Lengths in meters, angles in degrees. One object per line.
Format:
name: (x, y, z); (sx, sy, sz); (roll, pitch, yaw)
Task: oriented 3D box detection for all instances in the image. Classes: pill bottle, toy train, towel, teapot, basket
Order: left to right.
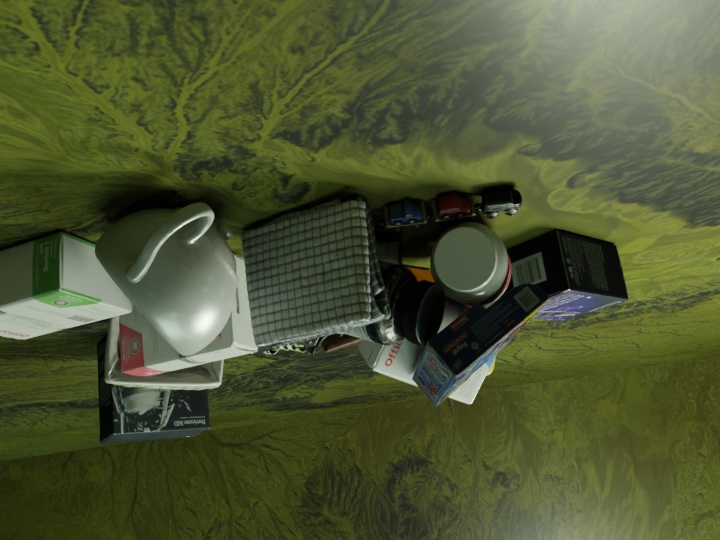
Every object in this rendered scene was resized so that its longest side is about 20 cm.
basket: (-0.342, 0.142, 1.334); (0.196, 0.138, 0.123); (4, 164, -12)
teapot: (-0.217, -0.007, 0.921); (0.146, 0.199, 0.199); (-41, 126, -10)
towel: (-0.059, 0.005, 0.996); (0.197, 0.169, 0.085); (-15, 164, 29)
pill bottle: (0.014, 0.041, 1.060); (0.197, 0.114, 0.111); (12, 175, 30)
toy train: (0.122, -0.083, 1.016); (0.196, 0.035, 0.046); (-8, 160, 0)
pill bottle: (0.160, -0.008, 1.090); (0.110, 0.115, 0.200); (-11, 173, 13)

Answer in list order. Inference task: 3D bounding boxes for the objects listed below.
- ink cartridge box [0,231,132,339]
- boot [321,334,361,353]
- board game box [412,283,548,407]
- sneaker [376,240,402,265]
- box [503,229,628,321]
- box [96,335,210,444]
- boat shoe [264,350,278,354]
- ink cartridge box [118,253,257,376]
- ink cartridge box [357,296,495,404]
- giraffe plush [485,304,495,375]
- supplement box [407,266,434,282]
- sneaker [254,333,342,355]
ink cartridge box: (-0.438, 0.027, 1.032); (0.196, 0.086, 0.146); (-13, 162, 18)
boot: (-0.001, 0.142, 1.493); (0.196, 0.187, 0.065); (-12, 119, 16)
board game box: (0.155, 0.114, 1.099); (0.199, 0.062, 0.201); (-33, 164, -28)
sneaker: (0.000, 0.000, 1.198); (0.085, 0.076, 0.200); (10, 152, -15)
box: (0.348, 0.015, 1.310); (0.198, 0.106, 0.147); (8, 157, -41)
box: (-0.420, 0.236, 1.523); (0.197, 0.201, 0.124); (2, 161, -31)
boat shoe: (-0.196, 0.141, 1.546); (0.071, 0.069, 0.199); (3, 161, -37)
ink cartridge box: (-0.261, 0.068, 1.135); (0.196, 0.150, 0.083); (-13, 164, 19)
ink cartridge box: (0.114, 0.108, 1.204); (0.197, 0.147, 0.085); (22, -170, -25)
giraffe plush: (0.258, 0.112, 1.562); (0.201, 0.173, 0.161); (-52, 157, 17)
supplement box: (0.028, 0.057, 1.357); (0.124, 0.075, 0.199); (8, 158, -40)
sneaker: (-0.115, 0.125, 1.424); (0.197, 0.084, 0.072); (-24, 163, -7)
